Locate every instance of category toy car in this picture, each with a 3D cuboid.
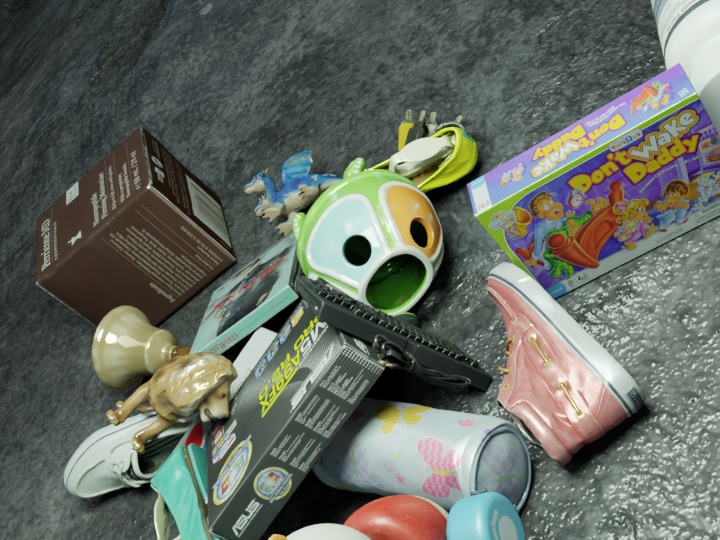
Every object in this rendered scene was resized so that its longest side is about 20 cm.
[{"bbox_3d":[-0.005,0.243,0.649,0.184,0.200,0.177,-23,65,34],"label":"toy car"}]

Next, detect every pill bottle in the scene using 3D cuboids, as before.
[{"bbox_3d":[0.331,-0.217,0.851,0.119,0.120,0.200,-22,43,28],"label":"pill bottle"}]

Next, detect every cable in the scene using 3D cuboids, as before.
[{"bbox_3d":[0.067,-0.099,1.081,0.097,0.050,0.200,9,74,29],"label":"cable"}]

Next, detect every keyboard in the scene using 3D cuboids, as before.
[{"bbox_3d":[0.038,0.061,0.809,0.021,0.200,0.127,-57,35,11],"label":"keyboard"}]

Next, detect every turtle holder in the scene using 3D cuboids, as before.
[{"bbox_3d":[-0.001,-0.009,0.956,0.185,0.141,0.132,-30,37,-1],"label":"turtle holder"}]

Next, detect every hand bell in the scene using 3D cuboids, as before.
[{"bbox_3d":[-0.209,0.100,1.127,0.200,0.104,0.104,3,57,30],"label":"hand bell"}]

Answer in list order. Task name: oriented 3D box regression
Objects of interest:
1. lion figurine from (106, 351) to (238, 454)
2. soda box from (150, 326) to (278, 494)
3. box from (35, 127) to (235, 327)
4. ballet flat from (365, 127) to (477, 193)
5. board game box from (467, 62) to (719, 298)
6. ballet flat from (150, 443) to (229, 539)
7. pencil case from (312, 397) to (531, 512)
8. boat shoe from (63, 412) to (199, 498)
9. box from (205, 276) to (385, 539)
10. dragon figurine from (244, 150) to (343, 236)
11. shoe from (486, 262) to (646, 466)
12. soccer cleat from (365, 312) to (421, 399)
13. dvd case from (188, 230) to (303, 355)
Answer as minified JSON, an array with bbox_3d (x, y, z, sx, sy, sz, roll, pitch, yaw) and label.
[{"bbox_3d":[-0.184,0.122,0.956,0.122,0.073,0.200,-39,10,-8],"label":"lion figurine"},{"bbox_3d":[-0.124,0.162,0.978,0.064,0.068,0.200,16,68,50],"label":"soda box"},{"bbox_3d":[-0.300,-0.043,1.259,0.200,0.164,0.166,-38,37,10],"label":"box"},{"bbox_3d":[0.032,-0.098,1.027,0.200,0.067,0.067,-27,65,9],"label":"ballet flat"},{"bbox_3d":[0.212,-0.068,0.814,0.200,0.134,0.045,-30,39,21],"label":"board game box"},{"bbox_3d":[-0.142,0.237,0.841,0.070,0.067,0.200,-43,37,2],"label":"ballet flat"},{"bbox_3d":[0.046,0.159,0.804,0.200,0.091,0.083,4,29,43],"label":"pencil case"},{"bbox_3d":[-0.251,0.204,1.055,0.200,0.074,0.067,-36,35,11],"label":"boat shoe"},{"bbox_3d":[-0.066,0.120,0.840,0.200,0.044,0.160,-54,19,11],"label":"box"},{"bbox_3d":[-0.069,-0.108,1.186,0.200,0.059,0.100,-25,42,27],"label":"dragon figurine"},{"bbox_3d":[0.142,0.074,0.800,0.091,0.072,0.200,-39,41,0],"label":"shoe"},{"bbox_3d":[-0.010,0.123,0.919,0.200,0.067,0.081,-42,51,10],"label":"soccer cleat"},{"bbox_3d":[-0.124,0.026,1.091,0.146,0.022,0.200,-36,16,14],"label":"dvd case"}]
